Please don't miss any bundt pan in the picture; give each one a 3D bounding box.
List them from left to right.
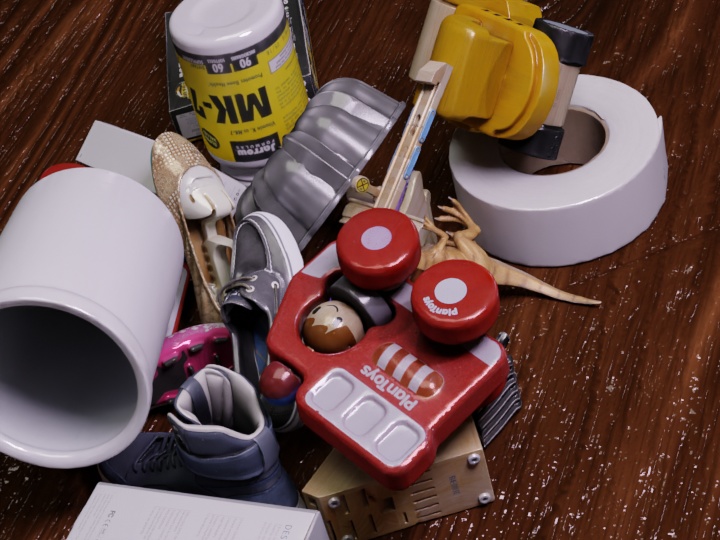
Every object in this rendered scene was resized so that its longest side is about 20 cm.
[{"bbox_3d":[-0.046,-0.095,1.595,0.075,0.202,0.203,36,51,-5],"label":"bundt pan"}]

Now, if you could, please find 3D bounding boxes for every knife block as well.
[{"bbox_3d":[0.041,0.122,1.425,0.198,0.064,0.176,-17,39,-1],"label":"knife block"}]

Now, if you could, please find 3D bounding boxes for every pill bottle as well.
[{"bbox_3d":[-0.110,-0.173,1.704,0.113,0.201,0.115,-9,39,8],"label":"pill bottle"}]

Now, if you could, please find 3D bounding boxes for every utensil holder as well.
[{"bbox_3d":[-0.239,0.034,1.436,0.168,0.171,0.201,-7,33,10],"label":"utensil holder"}]

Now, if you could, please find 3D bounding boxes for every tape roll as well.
[{"bbox_3d":[0.185,-0.096,1.620,0.200,0.071,0.204,-9,40,8],"label":"tape roll"}]

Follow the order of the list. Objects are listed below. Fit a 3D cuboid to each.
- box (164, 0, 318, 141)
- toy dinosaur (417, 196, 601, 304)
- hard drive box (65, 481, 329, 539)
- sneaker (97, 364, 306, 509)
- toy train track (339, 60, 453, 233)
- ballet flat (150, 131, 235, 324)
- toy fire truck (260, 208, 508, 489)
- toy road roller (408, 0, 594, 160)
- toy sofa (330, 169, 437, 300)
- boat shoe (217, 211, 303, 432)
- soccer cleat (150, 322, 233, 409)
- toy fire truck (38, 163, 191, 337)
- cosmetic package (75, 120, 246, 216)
[{"bbox_3d":[-0.132,-0.232,1.898,0.158,0.050,0.201,-16,40,4],"label":"box"},{"bbox_3d":[0.103,-0.004,1.538,0.198,0.061,0.107,12,36,-20],"label":"toy dinosaur"},{"bbox_3d":[-0.137,0.253,1.322,0.198,0.077,0.157,4,44,23],"label":"hard drive box"},{"bbox_3d":[-0.146,0.134,1.410,0.200,0.147,0.077,10,48,29],"label":"sneaker"},{"bbox_3d":[0.023,-0.086,1.462,0.114,0.032,0.202,18,84,55],"label":"toy train track"},{"bbox_3d":[-0.131,-0.033,1.562,0.070,0.202,0.065,-26,9,-39],"label":"ballet flat"},{"bbox_3d":[0.012,0.061,1.343,0.199,0.113,0.168,34,62,31],"label":"toy fire truck"},{"bbox_3d":[0.100,-0.187,1.558,0.145,0.124,0.199,4,19,-43],"label":"toy road roller"},{"bbox_3d":[0.000,0.000,1.551,0.082,0.098,0.201,3,44,21],"label":"toy sofa"},{"bbox_3d":[-0.090,0.039,1.468,0.070,0.066,0.202,-25,62,39],"label":"boat shoe"},{"bbox_3d":[-0.201,0.091,1.533,0.199,0.070,0.086,-29,42,-15],"label":"soccer cleat"},{"bbox_3d":[-0.239,-0.004,1.645,0.166,0.113,0.201,15,41,-4],"label":"toy fire truck"},{"bbox_3d":[-0.197,-0.096,1.691,0.199,0.082,0.051,22,87,54],"label":"cosmetic package"}]
